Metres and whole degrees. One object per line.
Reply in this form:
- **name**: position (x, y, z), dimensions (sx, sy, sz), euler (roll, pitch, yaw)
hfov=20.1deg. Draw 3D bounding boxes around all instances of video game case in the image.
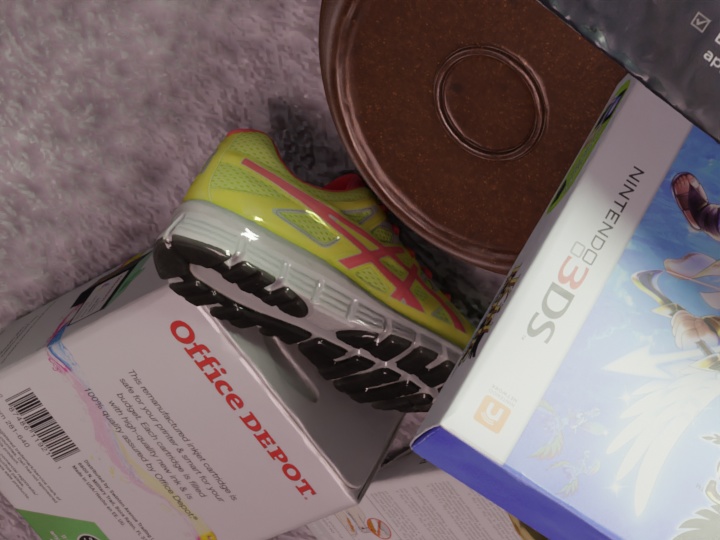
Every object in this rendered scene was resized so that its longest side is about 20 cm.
- **video game case**: position (0.148, 0.044, 0.786), dimensions (0.200, 0.181, 0.045), euler (33, 159, -3)

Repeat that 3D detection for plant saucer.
- **plant saucer**: position (0.061, -0.078, 0.884), dimensions (0.200, 0.034, 0.201), euler (16, 125, 25)

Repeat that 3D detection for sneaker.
- **sneaker**: position (0.000, 0.000, 0.962), dimensions (0.200, 0.090, 0.078), euler (34, 147, -30)

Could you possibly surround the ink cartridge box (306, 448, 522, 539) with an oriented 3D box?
- **ink cartridge box**: position (0.074, 0.153, 1.069), dimensions (0.200, 0.050, 0.162), euler (-14, 118, 52)

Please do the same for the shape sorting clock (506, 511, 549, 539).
- **shape sorting clock**: position (0.160, 0.102, 0.877), dimensions (0.200, 0.200, 0.039), euler (16, 121, 14)

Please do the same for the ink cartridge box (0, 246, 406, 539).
- **ink cartridge box**: position (-0.098, 0.071, 1.049), dimensions (0.200, 0.084, 0.145), euler (-26, 110, 36)

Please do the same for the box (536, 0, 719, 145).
- **box**: position (0.186, -0.137, 0.707), dimensions (0.197, 0.117, 0.200), euler (41, 124, 14)
